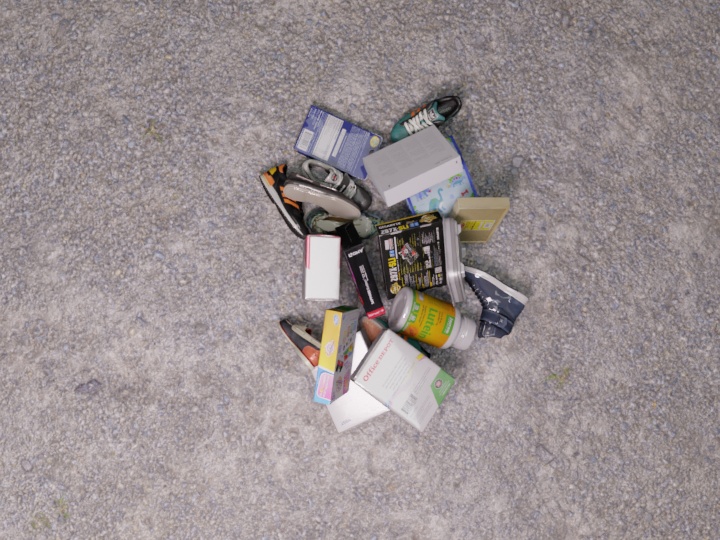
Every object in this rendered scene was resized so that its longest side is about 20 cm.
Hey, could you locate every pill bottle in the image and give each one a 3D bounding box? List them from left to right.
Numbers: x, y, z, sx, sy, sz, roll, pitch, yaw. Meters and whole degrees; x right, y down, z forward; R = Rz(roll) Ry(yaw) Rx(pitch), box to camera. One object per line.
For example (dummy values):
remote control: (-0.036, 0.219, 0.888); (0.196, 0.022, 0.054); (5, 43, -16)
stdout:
pill bottle: (0.176, 0.124, 1.705); (0.197, 0.111, 0.113); (21, 87, -16)

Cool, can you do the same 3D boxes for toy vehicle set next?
toy vehicle set: (0.271, -0.117, 1.685); (0.121, 0.201, 0.027); (0, 69, -7)

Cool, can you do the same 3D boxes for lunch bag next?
lunch bag: (0.182, -0.218, 1.729); (0.167, 0.128, 0.204); (-18, 74, 2)

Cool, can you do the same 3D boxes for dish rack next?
dish rack: (0.223, -0.023, 1.640); (0.043, 0.200, 0.175); (-5, 69, 11)

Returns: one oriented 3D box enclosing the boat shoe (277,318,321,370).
boat shoe: (-0.137, 0.164, 1.668); (0.062, 0.200, 0.072); (-41, 125, -6)

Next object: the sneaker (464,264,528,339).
sneaker: (0.300, 0.085, 1.742); (0.200, 0.077, 0.148); (30, 87, 0)

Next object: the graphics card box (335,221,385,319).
graphics card box: (0.000, 0.000, 1.662); (0.050, 0.126, 0.203); (-19, 122, -3)

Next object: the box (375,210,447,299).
box: (0.125, -0.034, 1.693); (0.156, 0.050, 0.203); (-13, 129, -3)

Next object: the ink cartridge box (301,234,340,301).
ink cartridge box: (-0.095, -0.002, 1.660); (0.083, 0.200, 0.149); (2, 88, -8)

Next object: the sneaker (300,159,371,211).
sneaker: (-0.060, -0.208, 1.728); (0.197, 0.088, 0.075); (28, 85, -3)

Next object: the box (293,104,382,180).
box: (-0.055, -0.316, 1.758); (0.197, 0.032, 0.123); (24, 87, -1)

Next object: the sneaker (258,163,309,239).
sneaker: (-0.165, -0.174, 1.715); (0.089, 0.070, 0.202); (-33, 74, -7)

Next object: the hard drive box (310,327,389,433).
hard drive box: (-0.022, 0.265, 1.701); (0.153, 0.077, 0.203); (-24, 89, 8)

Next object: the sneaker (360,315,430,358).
sneaker: (0.087, 0.176, 1.735); (0.199, 0.080, 0.072); (41, 125, 15)

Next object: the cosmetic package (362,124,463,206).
cosmetic package: (0.121, -0.249, 1.659); (0.197, 0.152, 0.052); (-25, 133, -3)

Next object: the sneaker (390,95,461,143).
sneaker: (0.162, -0.377, 1.740); (0.198, 0.080, 0.072); (-32, 92, -3)

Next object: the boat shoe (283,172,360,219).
boat shoe: (-0.087, -0.183, 1.686); (0.196, 0.067, 0.058); (19, 56, -9)

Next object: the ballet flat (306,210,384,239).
ballet flat: (-0.036, -0.108, 1.733); (0.195, 0.074, 0.076); (1, 88, -2)

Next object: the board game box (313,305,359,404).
board game box: (-0.052, 0.186, 1.587); (0.039, 0.153, 0.205); (9, 92, 14)

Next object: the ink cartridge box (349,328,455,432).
ink cartridge box: (0.094, 0.249, 1.618); (0.199, 0.087, 0.147); (36, 81, -5)
